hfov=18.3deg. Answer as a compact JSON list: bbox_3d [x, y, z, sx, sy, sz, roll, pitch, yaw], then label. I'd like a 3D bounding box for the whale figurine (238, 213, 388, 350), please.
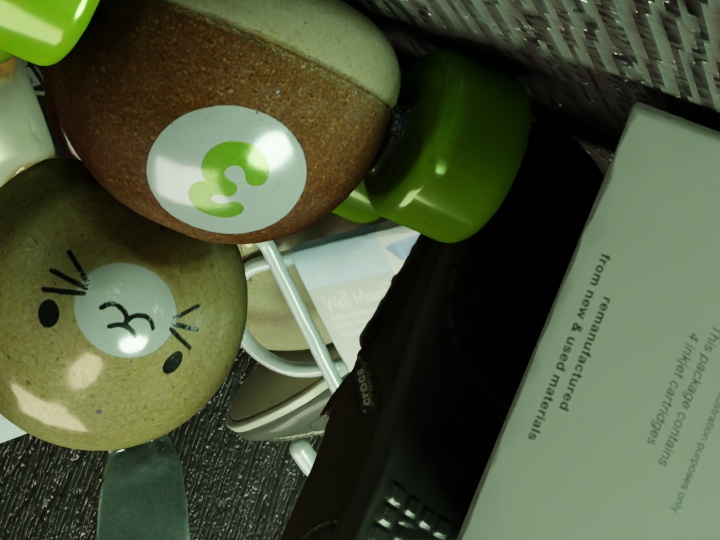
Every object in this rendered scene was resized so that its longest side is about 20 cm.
[{"bbox_3d":[-0.057,-0.043,1.053,0.158,0.104,0.200,3,150,14],"label":"whale figurine"}]

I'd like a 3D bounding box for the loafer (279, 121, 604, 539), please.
[{"bbox_3d":[0.019,0.037,0.710,0.071,0.201,0.073,-6,138,49],"label":"loafer"}]

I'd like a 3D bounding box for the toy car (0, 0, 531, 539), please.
[{"bbox_3d":[-0.072,0.002,0.679,0.164,0.201,0.158,23,178,-19],"label":"toy car"}]

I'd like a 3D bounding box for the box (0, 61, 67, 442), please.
[{"bbox_3d":[-0.182,-0.013,0.966,0.200,0.158,0.048,55,155,37],"label":"box"}]

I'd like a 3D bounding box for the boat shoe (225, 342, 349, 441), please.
[{"bbox_3d":[0.018,0.043,1.107,0.057,0.200,0.067,44,-149,-22],"label":"boat shoe"}]

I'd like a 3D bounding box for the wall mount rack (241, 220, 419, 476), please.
[{"bbox_3d":[0.000,0.000,0.948,0.199,0.075,0.174,-14,115,32],"label":"wall mount rack"}]

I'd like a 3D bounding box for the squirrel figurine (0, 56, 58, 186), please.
[{"bbox_3d":[-0.226,-0.058,0.907,0.200,0.186,0.142,-119,11,-54],"label":"squirrel figurine"}]

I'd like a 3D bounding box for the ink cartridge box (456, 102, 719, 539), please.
[{"bbox_3d":[0.151,0.063,0.636,0.199,0.145,0.147,22,178,16],"label":"ink cartridge box"}]
